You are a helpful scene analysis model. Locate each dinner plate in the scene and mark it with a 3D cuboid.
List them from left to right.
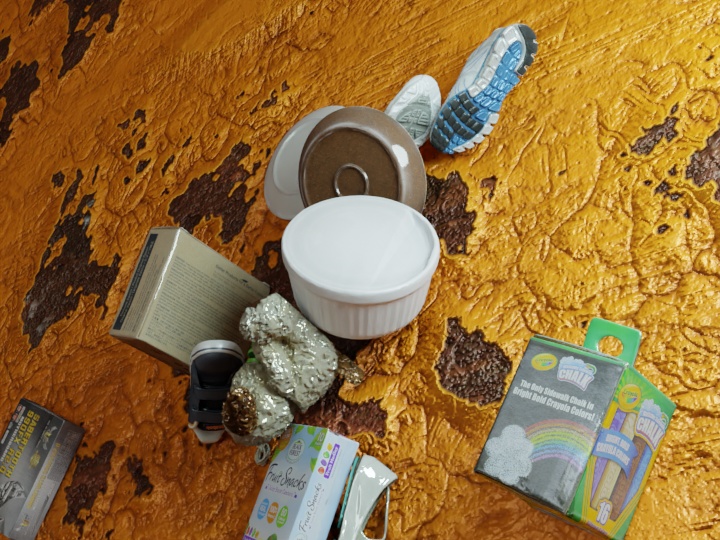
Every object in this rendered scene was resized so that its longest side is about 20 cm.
[{"bbox_3d":[-0.081,-0.172,1.576,0.198,0.024,0.203,-22,53,32],"label":"dinner plate"}]

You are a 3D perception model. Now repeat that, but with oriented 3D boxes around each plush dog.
[{"bbox_3d":[-0.104,0.147,1.284,0.160,0.200,0.172,39,82,11],"label":"plush dog"}]

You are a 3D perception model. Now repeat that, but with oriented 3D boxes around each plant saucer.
[{"bbox_3d":[-0.006,-0.119,1.380,0.197,0.034,0.204,7,106,25],"label":"plant saucer"}]

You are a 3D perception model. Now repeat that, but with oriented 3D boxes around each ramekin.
[{"bbox_3d":[0.000,0.000,1.289,0.199,0.095,0.204,0,39,0],"label":"ramekin"}]

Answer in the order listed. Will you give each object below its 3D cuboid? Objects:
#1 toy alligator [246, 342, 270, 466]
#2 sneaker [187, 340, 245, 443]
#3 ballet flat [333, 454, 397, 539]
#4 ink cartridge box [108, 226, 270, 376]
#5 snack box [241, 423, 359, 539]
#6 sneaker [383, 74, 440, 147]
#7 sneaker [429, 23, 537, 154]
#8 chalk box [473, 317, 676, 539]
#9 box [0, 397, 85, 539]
[{"bbox_3d":[-0.138,0.163,1.399,0.059,0.054,0.203,-16,56,35],"label":"toy alligator"},{"bbox_3d":[-0.195,0.169,1.381,0.077,0.201,0.080,0,58,-9],"label":"sneaker"},{"bbox_3d":[-0.007,0.318,1.184,0.069,0.069,0.203,5,69,43],"label":"ballet flat"},{"bbox_3d":[-0.238,0.056,1.447,0.074,0.199,0.167,2,66,41],"label":"ink cartridge box"},{"bbox_3d":[-0.083,0.293,1.240,0.142,0.052,0.203,-9,57,63],"label":"snack box"},{"bbox_3d":[0.039,-0.190,1.421,0.202,0.077,0.100,-59,31,19],"label":"sneaker"},{"bbox_3d":[0.159,-0.247,1.385,0.201,0.075,0.087,-52,25,3],"label":"sneaker"},{"bbox_3d":[0.227,0.150,1.032,0.124,0.123,0.202,16,76,47],"label":"chalk box"},{"bbox_3d":[-0.551,0.327,1.674,0.157,0.048,0.202,12,74,46],"label":"box"}]
